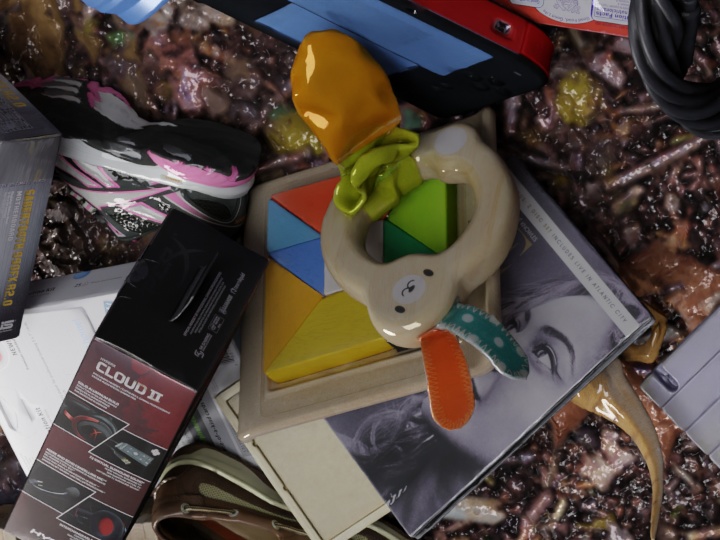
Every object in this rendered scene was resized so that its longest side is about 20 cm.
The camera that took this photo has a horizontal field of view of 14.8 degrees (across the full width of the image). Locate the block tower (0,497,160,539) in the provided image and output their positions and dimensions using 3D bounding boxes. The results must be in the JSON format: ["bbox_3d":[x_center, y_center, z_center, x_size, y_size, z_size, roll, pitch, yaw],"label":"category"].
[{"bbox_3d":[-0.214,0.194,1.930,0.200,0.054,0.058,-3,104,24],"label":"block tower"}]

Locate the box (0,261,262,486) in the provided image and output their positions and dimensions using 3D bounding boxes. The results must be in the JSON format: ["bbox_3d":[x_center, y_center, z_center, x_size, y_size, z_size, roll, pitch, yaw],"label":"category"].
[{"bbox_3d":[-0.155,0.073,1.853,0.200,0.041,0.156,-12,117,25],"label":"box"}]

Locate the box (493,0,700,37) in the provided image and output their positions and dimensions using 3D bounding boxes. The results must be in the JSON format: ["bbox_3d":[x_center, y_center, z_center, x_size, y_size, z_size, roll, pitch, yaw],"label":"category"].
[{"bbox_3d":[0.100,-0.203,1.642,0.200,0.095,0.100,11,106,23],"label":"box"}]

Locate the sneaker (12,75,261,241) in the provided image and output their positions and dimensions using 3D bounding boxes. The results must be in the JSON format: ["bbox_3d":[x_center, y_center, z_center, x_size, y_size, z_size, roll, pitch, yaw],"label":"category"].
[{"bbox_3d":[-0.163,-0.061,1.819,0.200,0.080,0.087,20,123,23],"label":"sneaker"}]

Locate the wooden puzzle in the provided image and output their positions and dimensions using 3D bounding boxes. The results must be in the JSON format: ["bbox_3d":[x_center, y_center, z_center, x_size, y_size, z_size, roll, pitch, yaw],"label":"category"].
[{"bbox_3d":[0.000,0.000,1.725,0.200,0.037,0.185,-20,54,29],"label":"wooden puzzle"}]

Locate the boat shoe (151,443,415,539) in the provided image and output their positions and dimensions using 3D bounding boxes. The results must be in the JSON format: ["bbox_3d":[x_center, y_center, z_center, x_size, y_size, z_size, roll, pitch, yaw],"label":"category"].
[{"bbox_3d":[-0.046,0.191,1.824,0.202,0.075,0.075,22,130,2],"label":"boat shoe"}]

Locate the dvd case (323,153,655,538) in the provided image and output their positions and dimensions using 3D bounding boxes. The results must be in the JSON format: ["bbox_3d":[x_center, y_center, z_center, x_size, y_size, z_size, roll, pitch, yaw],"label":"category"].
[{"bbox_3d":[0.065,0.045,1.705,0.200,0.016,0.149,-43,60,9],"label":"dvd case"}]

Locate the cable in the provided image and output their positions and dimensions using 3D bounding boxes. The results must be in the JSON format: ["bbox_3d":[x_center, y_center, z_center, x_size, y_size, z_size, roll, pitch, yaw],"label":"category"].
[{"bbox_3d":[0.208,-0.167,1.579,0.051,0.163,0.200,17,114,33],"label":"cable"}]

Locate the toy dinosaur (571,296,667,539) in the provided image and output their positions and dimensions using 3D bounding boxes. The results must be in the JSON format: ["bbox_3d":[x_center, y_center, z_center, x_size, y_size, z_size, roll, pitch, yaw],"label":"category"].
[{"bbox_3d":[0.148,0.065,1.710,0.200,0.060,0.106,40,99,25],"label":"toy dinosaur"}]

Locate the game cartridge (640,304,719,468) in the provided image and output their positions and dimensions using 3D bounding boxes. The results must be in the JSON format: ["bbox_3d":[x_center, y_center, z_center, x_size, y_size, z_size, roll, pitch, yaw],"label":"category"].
[{"bbox_3d":[0.281,0.049,1.686,0.130,0.038,0.200,44,117,1],"label":"game cartridge"}]

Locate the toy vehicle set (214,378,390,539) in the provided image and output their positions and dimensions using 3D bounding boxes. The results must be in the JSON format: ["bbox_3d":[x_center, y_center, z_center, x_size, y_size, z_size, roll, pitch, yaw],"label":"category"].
[{"bbox_3d":[0.023,0.077,1.771,0.200,0.027,0.124,-34,91,8],"label":"toy vehicle set"}]

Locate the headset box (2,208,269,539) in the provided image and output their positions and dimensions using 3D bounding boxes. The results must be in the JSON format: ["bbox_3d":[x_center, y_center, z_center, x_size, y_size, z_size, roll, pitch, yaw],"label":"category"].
[{"bbox_3d":[-0.136,0.070,1.726,0.075,0.149,0.200,28,126,-1],"label":"headset box"}]

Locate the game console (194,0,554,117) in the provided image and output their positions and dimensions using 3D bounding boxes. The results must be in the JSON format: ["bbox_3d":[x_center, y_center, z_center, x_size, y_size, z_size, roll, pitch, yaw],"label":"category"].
[{"bbox_3d":[0.002,-0.147,1.644,0.200,0.031,0.177,25,162,-19],"label":"game console"}]

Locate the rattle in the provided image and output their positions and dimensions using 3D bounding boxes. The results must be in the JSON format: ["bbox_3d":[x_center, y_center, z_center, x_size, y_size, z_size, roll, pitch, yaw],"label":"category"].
[{"bbox_3d":[0.029,-0.027,1.615,0.130,0.200,0.143,-4,139,3],"label":"rattle"}]

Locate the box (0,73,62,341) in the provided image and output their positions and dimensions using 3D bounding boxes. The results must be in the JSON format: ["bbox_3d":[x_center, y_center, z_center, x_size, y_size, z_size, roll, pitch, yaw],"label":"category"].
[{"bbox_3d":[-0.279,-0.070,1.821,0.200,0.048,0.159,41,128,38],"label":"box"}]

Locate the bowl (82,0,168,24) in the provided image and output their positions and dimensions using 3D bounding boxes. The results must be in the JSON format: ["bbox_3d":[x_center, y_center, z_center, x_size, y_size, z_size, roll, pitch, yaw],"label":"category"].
[{"bbox_3d":[-0.094,-0.232,1.670,0.039,0.201,0.201,38,118,-14],"label":"bowl"}]
